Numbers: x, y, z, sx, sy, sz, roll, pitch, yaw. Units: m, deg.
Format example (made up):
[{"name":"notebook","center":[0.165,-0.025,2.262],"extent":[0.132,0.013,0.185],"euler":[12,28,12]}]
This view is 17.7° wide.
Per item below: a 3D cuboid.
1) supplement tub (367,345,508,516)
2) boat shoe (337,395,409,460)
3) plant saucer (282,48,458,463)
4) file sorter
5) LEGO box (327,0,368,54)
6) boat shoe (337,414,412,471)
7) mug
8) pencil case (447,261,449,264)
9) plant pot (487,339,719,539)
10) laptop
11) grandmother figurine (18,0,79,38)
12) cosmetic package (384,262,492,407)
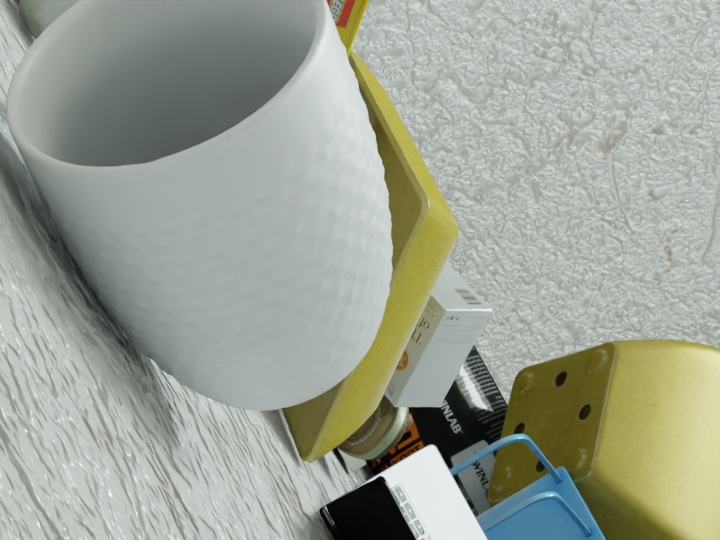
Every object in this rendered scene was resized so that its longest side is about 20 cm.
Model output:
[{"name":"supplement tub","center":[0.059,0.126,1.839],"extent":[0.201,0.122,0.123],"euler":[61,3,10]},{"name":"boat shoe","center":[-0.035,0.053,1.604],"extent":[0.076,0.072,0.200],"euler":[38,10,-42]},{"name":"plant saucer","center":[-0.003,-0.010,1.470],"extent":[0.048,0.201,0.200],"euler":[11,30,-25]},{"name":"file sorter","center":[0.111,0.235,1.563],"extent":[0.201,0.138,0.123],"euler":[62,7,29]},{"name":"LEGO box","center":[-0.066,-0.137,1.514],"extent":[0.077,0.201,0.149],"euler":[16,18,-16]},{"name":"boat shoe","center":[-0.012,0.072,1.740],"extent":[0.072,0.059,0.200],"euler":[58,4,-33]},{"name":"mug","center":[-0.077,-0.036,1.052],"extent":[0.199,0.148,0.176],"euler":[23,-33,40]},{"name":"pencil case","center":[-0.025,-0.030,1.733],"extent":[0.200,0.083,0.091],"euler":[40,4,13]},{"name":"plant pot","center":[0.210,0.158,1.752],"extent":[0.199,0.194,0.197],"euler":[31,58,-29]},{"name":"laptop","center":[0.072,0.194,1.363],"extent":[0.200,0.116,0.188],"euler":[-24,84,-53]},{"name":"grandmother figurine","center":[-0.167,-0.161,1.368],"extent":[0.121,0.060,0.200],"euler":[51,1,-9]},{"name":"cosmetic package","center":[0.000,0.000,1.574],"extent":[0.050,0.083,0.200],"euler":[0,35,-42]}]
